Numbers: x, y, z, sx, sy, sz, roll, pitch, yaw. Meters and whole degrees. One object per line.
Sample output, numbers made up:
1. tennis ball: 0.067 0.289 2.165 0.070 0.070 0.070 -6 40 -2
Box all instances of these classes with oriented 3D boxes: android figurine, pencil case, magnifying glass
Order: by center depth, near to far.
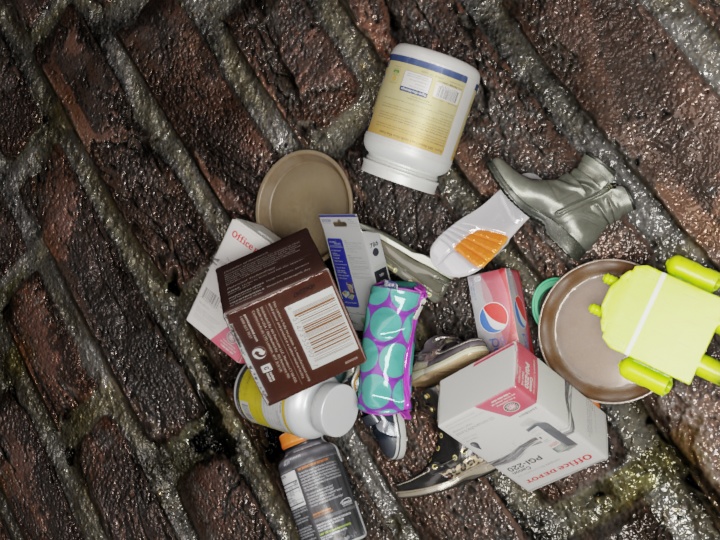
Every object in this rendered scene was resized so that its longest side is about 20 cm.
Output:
1. android figurine: 0.408 0.070 1.243 0.199 0.041 0.183 24 95 20
2. magnifying glass: 0.307 0.107 1.349 0.079 0.022 0.202 -22 75 27
3. pencil case: 0.048 0.116 1.390 0.092 0.085 0.202 7 91 35

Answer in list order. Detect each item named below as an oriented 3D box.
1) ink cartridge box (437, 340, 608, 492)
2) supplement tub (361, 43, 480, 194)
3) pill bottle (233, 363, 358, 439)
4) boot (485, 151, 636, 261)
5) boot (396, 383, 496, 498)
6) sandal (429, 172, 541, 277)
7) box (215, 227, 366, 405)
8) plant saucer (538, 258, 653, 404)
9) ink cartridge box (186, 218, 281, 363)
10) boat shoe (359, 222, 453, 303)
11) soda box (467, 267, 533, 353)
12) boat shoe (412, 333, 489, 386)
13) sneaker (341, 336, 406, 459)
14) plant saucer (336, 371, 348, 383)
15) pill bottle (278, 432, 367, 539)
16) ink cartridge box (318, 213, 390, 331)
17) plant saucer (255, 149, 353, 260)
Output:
1. ink cartridge box: 0.224 0.206 1.278 0.145 0.200 0.085 -34 32 35
2. supplement tub: 0.088 -0.230 1.419 0.144 0.144 0.202 23 99 29
3. pill bottle: -0.101 0.203 1.465 0.199 0.112 0.113 7 91 44
4. boot: 0.287 -0.122 1.328 0.200 0.068 0.131 44 98 4
5. boot: 0.127 0.254 1.414 0.199 0.073 0.152 -26 76 23
6. sandal: 0.199 -0.062 1.401 0.206 0.059 0.079 -39 76 0
7. box: -0.109 0.066 1.400 0.163 0.200 0.167 -25 112 -4
8. plant saucer: 0.351 0.086 1.302 0.199 0.032 0.202 -2 85 20
9. ink cartridge box: -0.186 0.035 1.565 0.146 0.083 0.201 34 104 32
10. boat shoe: 0.055 -0.017 1.470 0.201 0.072 0.061 29 97 24
11. soda box: 0.214 0.101 1.372 0.063 0.070 0.202 -14 81 25
12. boat shoe: 0.124 0.127 1.387 0.200 0.071 0.065 137 127 -62
13. sneaker: 0.015 0.204 1.468 0.078 0.079 0.202 136 125 -62
14. plant saucer: -0.096 0.150 1.571 0.199 0.036 0.202 -2 86 31
15. pill bottle: -0.069 0.352 1.506 0.106 0.106 0.201 -27 75 26
16. ink cartridge box: 0.000 0.000 1.465 0.099 0.039 0.202 6 116 50
17. plant saucer: -0.093 -0.105 1.586 0.199 0.029 0.202 -1 87 29
